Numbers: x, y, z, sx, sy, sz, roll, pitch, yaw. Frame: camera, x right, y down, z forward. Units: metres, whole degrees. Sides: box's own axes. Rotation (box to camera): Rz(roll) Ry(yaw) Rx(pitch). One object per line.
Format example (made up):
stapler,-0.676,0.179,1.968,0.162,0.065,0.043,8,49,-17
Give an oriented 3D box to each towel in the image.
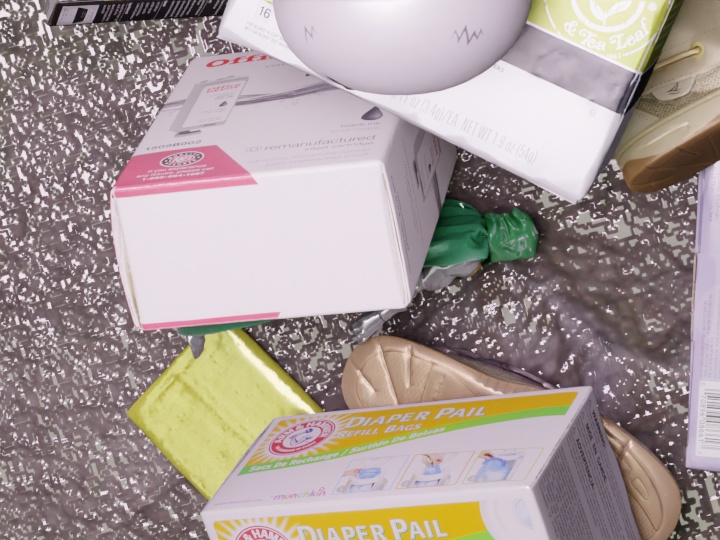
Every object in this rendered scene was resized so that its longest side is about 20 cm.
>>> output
towel,-0.035,0.121,1.664,0.200,0.018,0.086,45,100,3

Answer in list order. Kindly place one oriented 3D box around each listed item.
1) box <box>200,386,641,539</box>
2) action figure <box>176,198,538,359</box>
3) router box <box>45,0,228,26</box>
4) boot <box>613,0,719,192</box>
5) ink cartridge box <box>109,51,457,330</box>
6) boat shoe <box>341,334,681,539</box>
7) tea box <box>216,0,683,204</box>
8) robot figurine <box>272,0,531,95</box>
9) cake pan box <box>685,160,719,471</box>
box,0.033,0.140,1.552,0.199,0.101,0.113,-8,114,29
action figure,0.000,0.000,1.606,0.199,0.118,0.055,-13,116,4
router box,-0.101,-0.235,1.556,0.148,0.051,0.202,-5,80,-13
boot,0.192,-0.152,1.541,0.199,0.073,0.156,-31,70,3
ink cartridge box,-0.036,-0.050,1.537,0.145,0.200,0.083,-6,113,12
boat shoe,0.087,0.087,1.608,0.199,0.065,0.072,23,106,11
tea box,0.065,-0.168,1.436,0.199,0.134,0.198,24,103,6
robot figurine,0.016,-0.179,1.313,0.149,0.125,0.202,0,100,17
cake pan box,0.270,0.021,1.571,0.183,0.052,0.202,3,98,13
